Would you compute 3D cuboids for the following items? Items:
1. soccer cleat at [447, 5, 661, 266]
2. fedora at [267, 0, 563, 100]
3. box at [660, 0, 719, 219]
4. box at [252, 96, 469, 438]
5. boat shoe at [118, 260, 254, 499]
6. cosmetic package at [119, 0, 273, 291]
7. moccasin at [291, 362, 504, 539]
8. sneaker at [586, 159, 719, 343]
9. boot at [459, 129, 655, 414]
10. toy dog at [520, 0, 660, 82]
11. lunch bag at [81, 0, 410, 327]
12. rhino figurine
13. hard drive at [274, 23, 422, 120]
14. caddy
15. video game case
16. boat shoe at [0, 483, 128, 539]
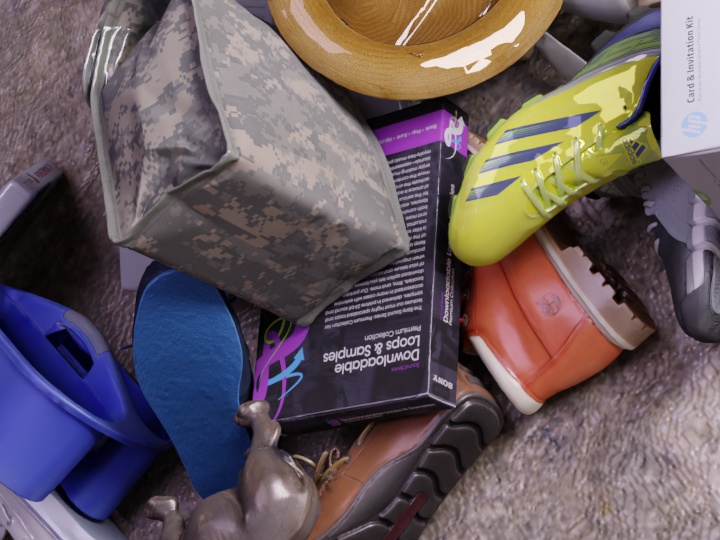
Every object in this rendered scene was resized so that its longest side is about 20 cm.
[{"bbox_3d":[0.134,-0.073,1.056,0.200,0.065,0.084,-44,46,-1],"label":"soccer cleat"},{"bbox_3d":[0.034,-0.184,1.154,0.200,0.082,0.201,1,68,-3],"label":"fedora"},{"bbox_3d":[0.222,-0.095,1.005,0.041,0.200,0.156,-9,66,29],"label":"box"},{"bbox_3d":[0.000,0.000,1.140,0.143,0.036,0.200,-13,61,37],"label":"box"},{"bbox_3d":[-0.109,0.066,1.164,0.084,0.200,0.069,-6,37,-2],"label":"boat shoe"},{"bbox_3d":[-0.114,-0.085,1.241,0.113,0.081,0.200,0,93,59],"label":"cosmetic package"},{"bbox_3d":[0.002,0.138,1.132,0.201,0.074,0.078,-54,37,6],"label":"moccasin"},{"bbox_3d":[0.183,-0.039,1.097,0.115,0.075,0.200,-11,53,35],"label":"sneaker"},{"bbox_3d":[0.089,-0.004,1.138,0.107,0.075,0.200,-43,53,16],"label":"boot"},{"bbox_3d":[0.168,-0.175,1.166,0.200,0.096,0.132,9,77,52],"label":"toy dog"},{"bbox_3d":[-0.078,-0.090,1.110,0.118,0.164,0.200,-35,50,27],"label":"lunch bag"},{"bbox_3d":[-0.100,0.179,1.108,0.200,0.060,0.087,-48,46,14],"label":"rhino figurine"},{"bbox_3d":[-0.016,-0.084,1.232,0.132,0.025,0.200,-9,83,30],"label":"hard drive"},{"bbox_3d":[-0.215,0.081,1.258,0.200,0.141,0.105,42,100,38],"label":"caddy"},{"bbox_3d":[-0.303,0.004,1.350,0.200,0.023,0.182,-49,7,5],"label":"video game case"},{"bbox_3d":[-0.248,0.174,1.288,0.202,0.075,0.086,40,96,29],"label":"boat shoe"}]
